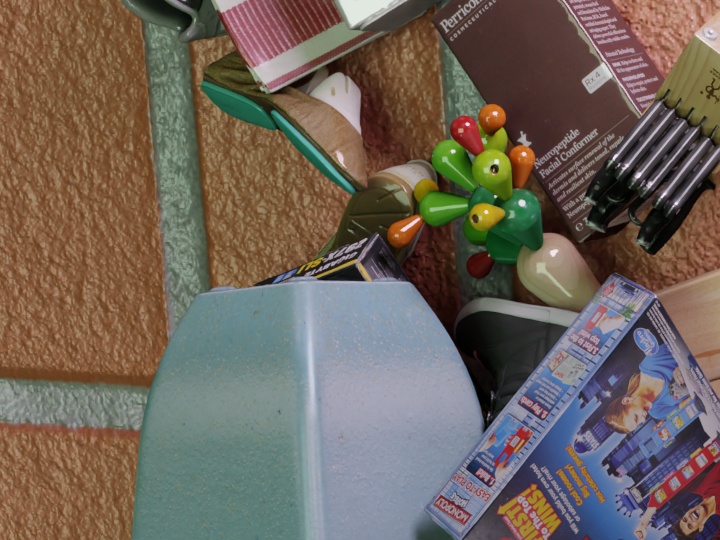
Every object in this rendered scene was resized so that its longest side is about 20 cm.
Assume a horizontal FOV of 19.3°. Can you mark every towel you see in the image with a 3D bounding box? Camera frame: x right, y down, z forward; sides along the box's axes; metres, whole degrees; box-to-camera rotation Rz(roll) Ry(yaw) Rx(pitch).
[{"bbox_3d":[-0.057,-0.249,1.608,0.144,0.023,0.200,-28,83,-4],"label":"towel"}]

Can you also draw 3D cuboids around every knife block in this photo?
[{"bbox_3d":[0.288,0.008,1.445,0.200,0.064,0.176,29,114,25],"label":"knife block"},{"bbox_3d":[0.233,-0.101,1.416,0.064,0.200,0.176,40,139,10],"label":"knife block"}]

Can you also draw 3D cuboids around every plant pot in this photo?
[{"bbox_3d":[-0.033,0.107,1.485,0.196,0.196,0.201,-7,84,44],"label":"plant pot"}]

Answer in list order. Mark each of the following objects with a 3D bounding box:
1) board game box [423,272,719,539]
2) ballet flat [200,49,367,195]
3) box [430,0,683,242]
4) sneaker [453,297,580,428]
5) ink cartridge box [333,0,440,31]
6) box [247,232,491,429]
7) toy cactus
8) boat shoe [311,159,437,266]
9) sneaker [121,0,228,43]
[{"bbox_3d":[0.154,0.143,1.414,0.200,0.200,0.062,56,170,-25],"label":"board game box"},{"bbox_3d":[-0.044,-0.127,1.624,0.072,0.068,0.200,-47,44,-8],"label":"ballet flat"},{"bbox_3d":[0.151,-0.131,1.509,0.100,0.075,0.200,-40,76,33],"label":"box"},{"bbox_3d":[0.108,0.079,1.514,0.200,0.071,0.099,3,62,62],"label":"sneaker"},{"bbox_3d":[0.020,-0.292,1.538,0.145,0.084,0.200,-30,83,21],"label":"ink cartridge box"},{"bbox_3d":[-0.002,0.085,1.627,0.159,0.049,0.200,-21,111,36],"label":"box"},{"bbox_3d":[0.103,-0.026,1.503,0.165,0.102,0.200,47,161,11],"label":"toy cactus"},{"bbox_3d":[-0.002,-0.002,1.652,0.073,0.063,0.201,37,124,14],"label":"boat shoe"},{"bbox_3d":[-0.156,-0.267,1.646,0.075,0.115,0.200,-36,80,52],"label":"sneaker"}]
